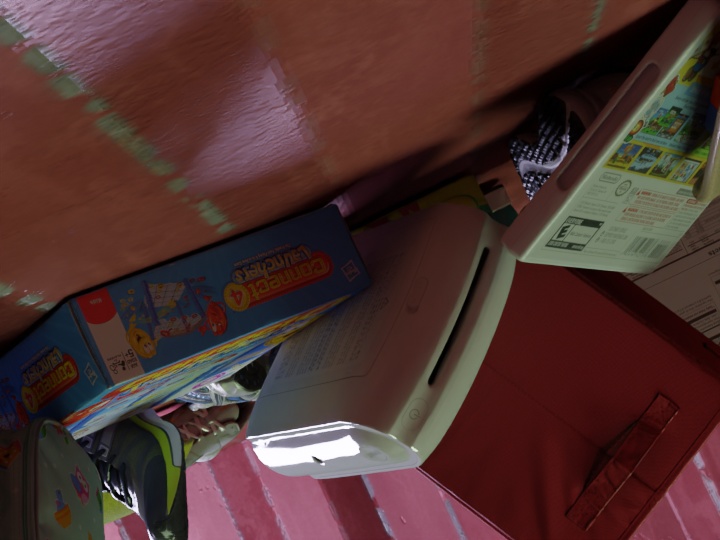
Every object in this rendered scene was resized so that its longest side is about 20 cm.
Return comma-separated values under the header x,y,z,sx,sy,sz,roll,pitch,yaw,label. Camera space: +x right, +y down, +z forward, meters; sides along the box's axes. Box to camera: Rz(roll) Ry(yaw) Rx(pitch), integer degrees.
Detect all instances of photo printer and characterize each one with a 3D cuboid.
x,y,z,sx,sy,sz,roll,pitch,yaw,label
0.016,0.045,1.279,0.200,0.069,0.167,-20,-138,63,photo printer

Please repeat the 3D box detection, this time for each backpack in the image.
x,y,z,sx,sy,sz,roll,pitch,yaw,label
-0.227,0.160,1.161,0.153,0.177,0.200,-16,147,16,backpack

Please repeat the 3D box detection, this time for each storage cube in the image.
x,y,z,sx,sy,sz,roll,pitch,yaw,label
0.132,0.080,1.395,0.171,0.179,0.200,-54,178,10,storage cube

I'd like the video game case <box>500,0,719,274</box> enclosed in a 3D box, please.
x,y,z,sx,sy,sz,roll,pitch,yaw,label
0.184,-0.075,1.222,0.182,0.023,0.200,-52,155,18,video game case

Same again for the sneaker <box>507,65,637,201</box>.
x,y,z,sx,sy,sz,roll,pitch,yaw,label
0.148,-0.075,1.298,0.080,0.074,0.200,-26,175,-11,sneaker

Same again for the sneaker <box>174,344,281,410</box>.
x,y,z,sx,sy,sz,roll,pitch,yaw,label
-0.104,0.071,1.603,0.085,0.077,0.200,-17,170,17,sneaker

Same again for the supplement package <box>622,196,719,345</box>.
x,y,z,sx,sy,sz,roll,pitch,yaw,label
0.262,-0.012,1.715,0.150,0.201,0.152,-25,174,-1,supplement package

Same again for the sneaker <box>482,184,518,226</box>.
x,y,z,sx,sy,sz,roll,pitch,yaw,label
0.105,0.008,1.611,0.083,0.121,0.200,-24,175,-5,sneaker

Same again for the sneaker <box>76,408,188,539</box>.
x,y,z,sx,sy,sz,roll,pitch,yaw,label
-0.168,0.125,1.376,0.081,0.074,0.200,-12,-152,-20,sneaker

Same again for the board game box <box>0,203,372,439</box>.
x,y,z,sx,sy,sz,roll,pitch,yaw,label
-0.124,0.044,1.271,0.199,0.056,0.196,-22,173,-35,board game box

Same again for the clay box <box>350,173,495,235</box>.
x,y,z,sx,sy,sz,roll,pitch,yaw,label
0.000,0.000,1.456,0.199,0.048,0.115,-27,174,2,clay box

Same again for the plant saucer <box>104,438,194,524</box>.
x,y,z,sx,sy,sz,roll,pitch,yaw,label
-0.261,0.181,1.635,0.199,0.048,0.200,-6,-175,31,plant saucer

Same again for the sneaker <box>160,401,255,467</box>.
x,y,z,sx,sy,sz,roll,pitch,yaw,label
-0.175,0.162,2.114,0.092,0.076,0.200,-36,178,24,sneaker

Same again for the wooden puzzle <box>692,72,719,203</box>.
x,y,z,sx,sy,sz,roll,pitch,yaw,label
0.265,-0.138,1.158,0.185,0.046,0.200,-31,158,-15,wooden puzzle
